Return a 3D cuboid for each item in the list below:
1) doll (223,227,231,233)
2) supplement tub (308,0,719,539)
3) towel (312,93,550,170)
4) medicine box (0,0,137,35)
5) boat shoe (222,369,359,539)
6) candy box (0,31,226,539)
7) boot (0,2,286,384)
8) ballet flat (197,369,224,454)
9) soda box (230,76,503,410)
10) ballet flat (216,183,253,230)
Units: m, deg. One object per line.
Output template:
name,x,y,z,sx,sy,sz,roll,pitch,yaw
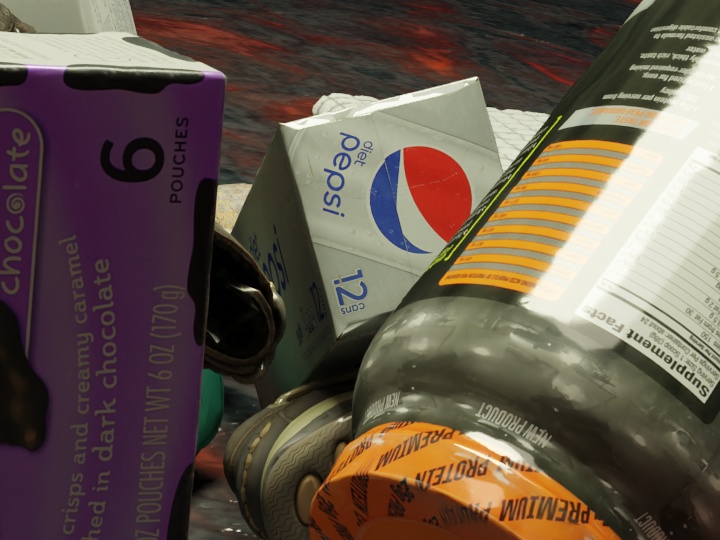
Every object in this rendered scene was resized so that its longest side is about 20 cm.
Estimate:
doll,-0.123,-0.010,0.897,0.199,0.137,0.048,14,-33,-33
supplement tub,0.080,0.018,0.674,0.122,0.123,0.200,15,51,36
towel,0.083,-0.013,1.108,0.198,0.086,0.166,4,13,-18
medicine box,-0.183,-0.067,1.046,0.181,0.104,0.200,-14,12,1
boat shoe,0.047,0.051,0.802,0.199,0.075,0.073,0,13,-33
candy box,-0.139,0.030,0.567,0.199,0.169,0.071,0,12,-27
boot,-0.076,-0.016,0.743,0.174,0.069,0.200,40,2,42
ballet flat,-0.097,0.049,0.768,0.063,0.076,0.200,-1,0,14
soda box,0.000,0.000,0.823,0.063,0.069,0.200,-14,-9,-10
ballet flat,-0.080,-0.002,1.029,0.067,0.069,0.200,-5,6,-29
